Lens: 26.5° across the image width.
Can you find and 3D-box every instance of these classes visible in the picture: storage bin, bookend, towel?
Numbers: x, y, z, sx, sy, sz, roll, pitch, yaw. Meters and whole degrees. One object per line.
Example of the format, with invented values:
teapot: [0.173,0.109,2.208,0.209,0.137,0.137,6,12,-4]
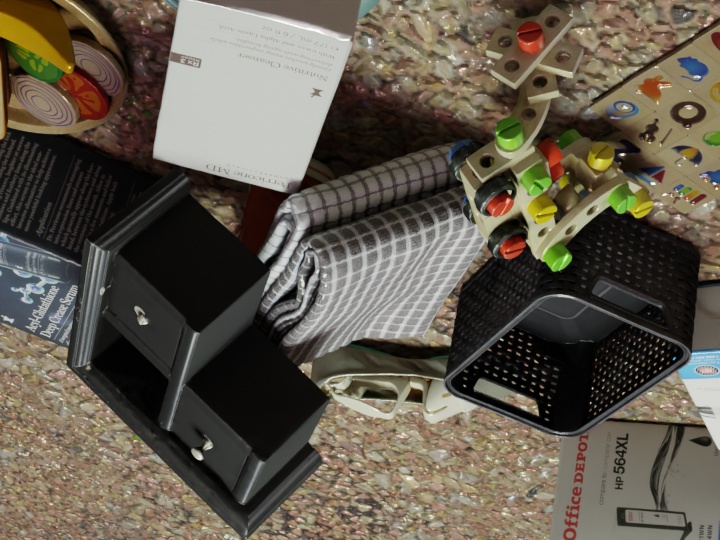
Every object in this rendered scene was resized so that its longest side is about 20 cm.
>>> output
storage bin: [0.168,0.043,1.238,0.134,0.094,0.200,22,147,-14]
bookend: [-0.108,0.066,1.112,0.200,0.092,0.199,43,149,10]
towel: [0.000,0.000,1.160,0.165,0.086,0.200,-22,160,-28]

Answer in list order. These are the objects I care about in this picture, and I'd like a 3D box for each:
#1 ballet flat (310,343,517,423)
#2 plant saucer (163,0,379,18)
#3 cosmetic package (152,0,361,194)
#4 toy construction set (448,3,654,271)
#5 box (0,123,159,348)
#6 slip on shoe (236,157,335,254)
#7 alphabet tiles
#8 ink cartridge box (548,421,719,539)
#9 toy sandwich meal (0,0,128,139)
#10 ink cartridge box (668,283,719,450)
ballet flat: [0.050,0.111,1.411,0.198,0.064,0.068,7,147,10]
plant saucer: [-0.074,-0.214,0.997,0.198,0.028,0.201,10,148,6]
cosmetic package: [-0.069,-0.139,1.003,0.112,0.082,0.200,13,152,-5]
toy construction set: [0.127,-0.077,1.045,0.131,0.092,0.201,-32,137,-4]
box: [-0.278,-0.034,1.270,0.199,0.108,0.148,23,147,-14]
slip on shoe: [-0.069,-0.030,1.244,0.073,0.062,0.200,21,145,-8]
alphabet tiles: [0.263,-0.102,1.064,0.166,0.006,0.200,30,144,-23]
ink cartridge box: [0.280,0.225,1.424,0.198,0.147,0.085,2,146,15]
toy sandwich meal: [-0.272,-0.148,1.126,0.203,0.071,0.206,9,147,6]
ink cartridge box: [0.340,0.090,1.270,0.115,0.068,0.200,-6,143,27]
